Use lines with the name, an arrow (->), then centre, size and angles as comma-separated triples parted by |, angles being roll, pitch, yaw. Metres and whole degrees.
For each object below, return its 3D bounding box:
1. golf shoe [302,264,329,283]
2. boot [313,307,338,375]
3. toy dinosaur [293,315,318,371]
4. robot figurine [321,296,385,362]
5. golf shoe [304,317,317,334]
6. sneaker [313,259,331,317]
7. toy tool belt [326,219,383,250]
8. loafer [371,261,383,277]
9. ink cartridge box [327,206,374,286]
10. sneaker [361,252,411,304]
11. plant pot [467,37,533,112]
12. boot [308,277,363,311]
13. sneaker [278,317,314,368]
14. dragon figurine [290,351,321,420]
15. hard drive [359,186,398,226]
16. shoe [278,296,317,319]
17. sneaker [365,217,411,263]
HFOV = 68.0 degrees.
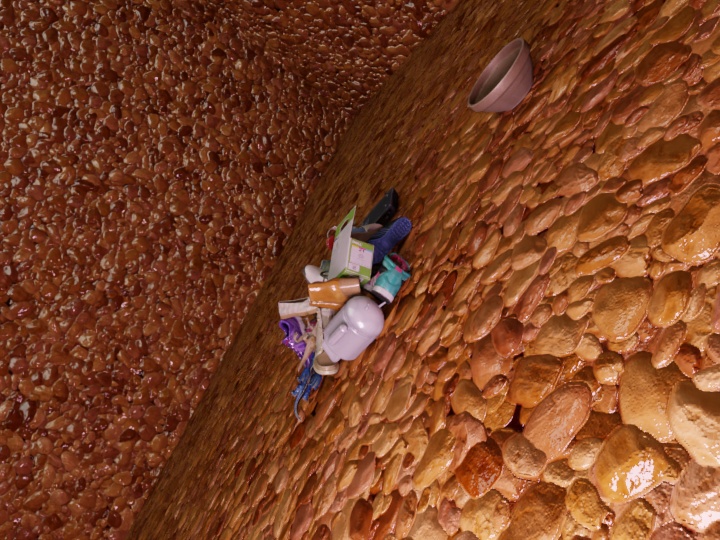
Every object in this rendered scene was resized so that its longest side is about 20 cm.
golf shoe -> -0.088, 0.029, 1.622 | 0.077, 0.198, 0.089 | -37, -24, -51
boot -> -0.092, 0.179, 1.460 | 0.201, 0.070, 0.158 | -97, 9, -71
toy dinosaur -> -0.143, 0.203, 1.553 | 0.058, 0.101, 0.203 | 21, 80, 45
robot figurine -> -0.017, 0.144, 1.336 | 0.200, 0.113, 0.169 | -48, -14, 29
golf shoe -> -0.121, 0.184, 1.651 | 0.201, 0.072, 0.093 | -49, 19, 27
sneaker -> -0.128, 0.057, 1.812 | 0.090, 0.066, 0.203 | 40, 116, 39
toy tool belt -> -0.018, -0.092, 1.645 | 0.123, 0.195, 0.128 | -150, 57, -74
loafer -> 0.000, 0.000, 1.595 | 0.198, 0.073, 0.063 | 6, 44, 46
ink cartridge box -> -0.023, -0.051, 1.457 | 0.148, 0.074, 0.204 | 138, 145, -58
sneaker -> 0.069, 0.015, 1.380 | 0.122, 0.083, 0.200 | -55, 11, -7
plant pot -> 0.373, -0.478, 1.365 | 0.202, 0.092, 0.202 | -50, 18, 23
boot -> -0.063, 0.082, 1.404 | 0.203, 0.141, 0.072 | 78, -173, -55
sneaker -> -0.196, 0.232, 1.641 | 0.201, 0.082, 0.081 | 57, 133, 29
dragon figurine -> -0.147, 0.312, 1.499 | 0.100, 0.058, 0.201 | -56, 8, 35
hard drive -> 0.060, -0.182, 1.843 | 0.200, 0.042, 0.136 | -47, 19, 34
shoe -> -0.171, 0.106, 1.620 | 0.197, 0.055, 0.070 | -13, 4, 29
sneaker -> 0.063, -0.081, 1.555 | 0.199, 0.071, 0.078 | -37, 6, -6
